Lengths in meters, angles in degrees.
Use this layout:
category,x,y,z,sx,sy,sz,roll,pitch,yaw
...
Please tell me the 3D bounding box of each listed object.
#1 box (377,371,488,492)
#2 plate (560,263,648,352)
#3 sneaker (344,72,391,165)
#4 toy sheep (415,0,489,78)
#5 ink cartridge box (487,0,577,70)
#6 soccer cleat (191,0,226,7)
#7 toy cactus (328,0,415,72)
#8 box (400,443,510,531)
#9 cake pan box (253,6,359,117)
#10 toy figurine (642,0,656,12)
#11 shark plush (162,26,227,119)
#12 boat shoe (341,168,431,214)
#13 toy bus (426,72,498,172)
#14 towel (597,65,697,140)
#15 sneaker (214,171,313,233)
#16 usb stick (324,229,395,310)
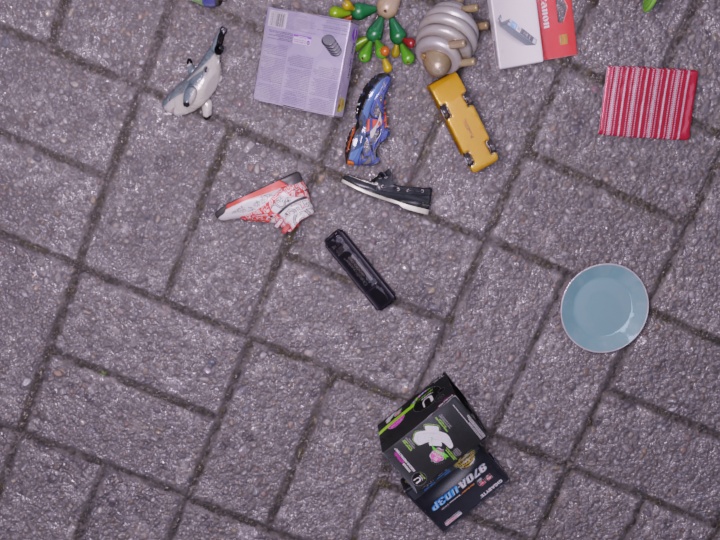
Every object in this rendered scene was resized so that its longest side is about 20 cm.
category,x,y,z,sx,sy,sz,roll,pitch,yaw
box,0.152,0.348,1.710,0.199,0.149,0.125,-39,102,5
plate,0.535,0.082,1.737,0.197,0.026,0.203,0,100,-2
sneaker,0.027,-0.308,1.620,0.077,0.076,0.202,12,116,-15
toy sheep,0.176,-0.466,1.561,0.137,0.138,0.202,27,66,-7
ink cartridge box,0.351,-0.526,1.603,0.174,0.045,0.203,-10,101,1
soccer cleat,-0.302,-0.624,1.549,0.082,0.065,0.203,5,100,4
toy cactus,0.034,-0.500,1.580,0.198,0.102,0.167,27,89,2
box,0.212,0.472,1.773,0.199,0.046,0.159,-39,113,5
cake pan box,-0.114,-0.415,1.567,0.198,0.052,0.187,15,102,19
toy figurine,0.514,-0.634,1.558,0.182,0.150,0.202,17,78,4
shark plush,-0.331,-0.403,1.592,0.083,0.091,0.202,30,105,23
boat shoe,0.060,-0.177,1.644,0.197,0.075,0.067,19,98,-6
toy bus,0.210,-0.305,1.622,0.065,0.078,0.202,-28,101,2
towel,0.606,-0.352,1.658,0.197,0.023,0.147,3,103,-1
sneaker,-0.197,-0.118,1.649,0.199,0.067,0.109,-24,99,0
usb stick,0.000,0.000,1.697,0.055,0.033,0.201,-37,100,12
